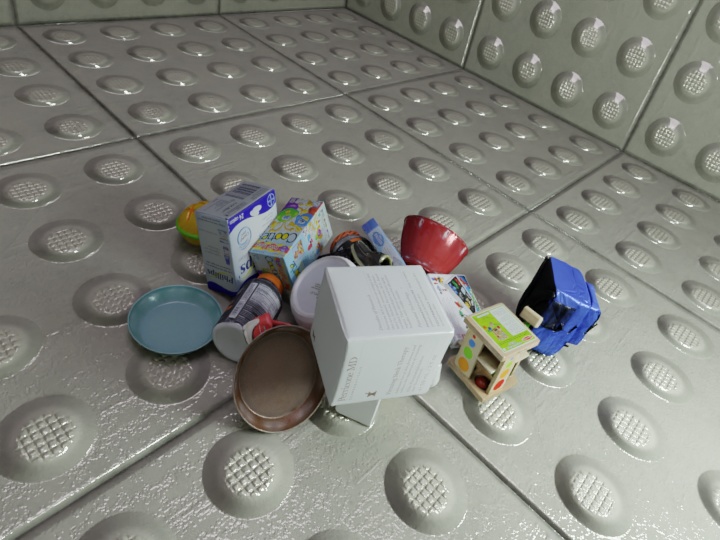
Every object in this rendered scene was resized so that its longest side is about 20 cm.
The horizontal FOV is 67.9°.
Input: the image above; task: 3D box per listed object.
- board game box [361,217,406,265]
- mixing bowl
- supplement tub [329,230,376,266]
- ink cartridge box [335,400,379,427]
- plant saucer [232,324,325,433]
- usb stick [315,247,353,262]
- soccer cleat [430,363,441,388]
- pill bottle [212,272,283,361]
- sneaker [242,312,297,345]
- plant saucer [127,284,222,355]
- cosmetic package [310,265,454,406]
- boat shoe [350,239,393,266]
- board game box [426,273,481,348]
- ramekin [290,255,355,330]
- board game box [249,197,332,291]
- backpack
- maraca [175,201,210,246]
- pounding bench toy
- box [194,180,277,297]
[{"bbox_3d":[0.095,-0.003,1.334,0.043,0.201,0.202,-33,49,4],"label":"board game box"},{"bbox_3d":[0.180,-0.046,1.432,0.195,0.201,0.111,27,76,15],"label":"mixing bowl"},{"bbox_3d":[0.000,0.000,1.342,0.118,0.126,0.202,-7,42,-26],"label":"supplement tub"},{"bbox_3d":[0.028,0.190,1.104,0.081,0.149,0.202,21,39,8],"label":"ink cartridge box"},{"bbox_3d":[-0.151,0.202,1.015,0.194,0.209,0.034,-10,12,-29],"label":"plant saucer"},{"bbox_3d":[-0.105,-0.011,1.310,0.193,0.033,0.057,-15,39,24],"label":"usb stick"},{"bbox_3d":[0.133,0.168,1.213,0.067,0.089,0.203,-4,42,-22],"label":"soccer cleat"},{"bbox_3d":[-0.234,0.092,1.165,0.102,0.109,0.202,18,38,5],"label":"pill bottle"},{"bbox_3d":[-0.148,0.152,1.071,0.083,0.200,0.079,-33,46,13],"label":"sneaker"},{"bbox_3d":[-0.393,0.112,1.143,0.192,0.037,0.204,10,38,-8],"label":"plant saucer"},{"bbox_3d":[0.029,0.110,0.945,0.192,0.171,0.169,-2,43,-21],"label":"cosmetic package"},{"bbox_3d":[0.046,-0.007,1.195,0.071,0.067,0.203,20,28,-45],"label":"boat shoe"},{"bbox_3d":[0.245,0.098,1.342,0.122,0.035,0.205,3,49,-28],"label":"board game box"},{"bbox_3d":[-0.068,0.061,1.188,0.195,0.095,0.208,-16,48,18],"label":"ramekin"},{"bbox_3d":[-0.161,-0.066,1.281,0.099,0.107,0.203,9,47,25],"label":"board game box"},{"bbox_3d":[0.476,0.109,1.312,0.163,0.204,0.164,27,36,0],"label":"backpack"},{"bbox_3d":[-0.373,-0.121,1.373,0.193,0.110,0.139,-7,42,-26],"label":"maraca"},{"bbox_3d":[0.317,0.179,1.206,0.194,0.160,0.125,-15,45,-33],"label":"pounding bench toy"},{"bbox_3d":[-0.281,-0.075,1.262,0.102,0.207,0.184,15,35,23],"label":"box"}]
